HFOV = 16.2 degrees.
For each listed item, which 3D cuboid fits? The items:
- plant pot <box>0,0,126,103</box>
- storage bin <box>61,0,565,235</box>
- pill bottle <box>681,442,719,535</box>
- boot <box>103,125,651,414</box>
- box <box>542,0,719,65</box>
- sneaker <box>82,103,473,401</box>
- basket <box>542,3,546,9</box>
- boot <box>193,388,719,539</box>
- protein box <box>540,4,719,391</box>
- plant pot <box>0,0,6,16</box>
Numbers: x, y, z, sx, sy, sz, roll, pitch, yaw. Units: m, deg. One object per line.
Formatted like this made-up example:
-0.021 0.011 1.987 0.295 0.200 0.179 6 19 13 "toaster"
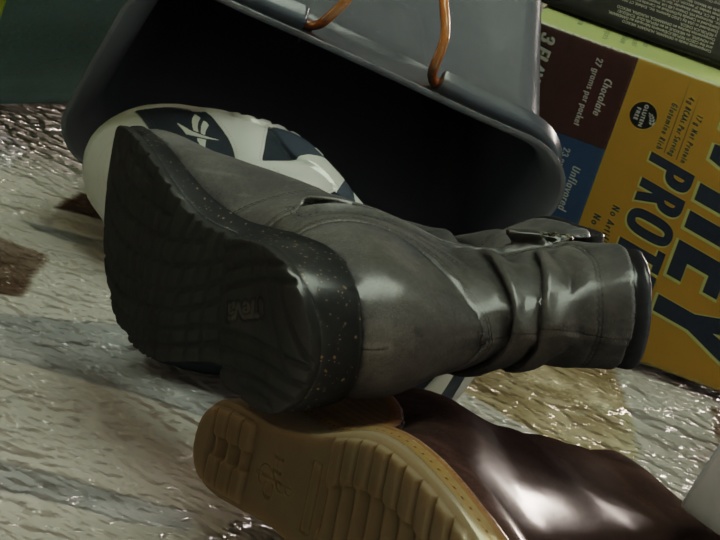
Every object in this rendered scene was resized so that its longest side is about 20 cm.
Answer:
-0.155 -0.162 1.199 0.200 0.201 0.196 28 23 30 "plant pot"
-0.008 -0.100 1.091 0.200 0.146 0.135 23 47 -14 "storage bin"
0.203 0.094 0.769 0.200 0.112 0.112 34 16 9 "pill bottle"
0.000 0.000 0.828 0.131 0.070 0.200 -4 22 -26 "boot"
0.110 -0.147 1.238 0.200 0.035 0.110 21 13 10 "box"
-0.056 -0.013 0.959 0.199 0.080 0.130 39 13 28 "sneaker"
0.160 -0.206 1.840 0.200 0.161 0.198 9 18 -32 "basket"
0.058 0.084 0.759 0.166 0.073 0.200 9 13 -30 "boot"
0.163 -0.036 1.235 0.200 0.135 0.199 20 13 4 "protein box"
-0.231 -0.170 0.967 0.199 0.181 0.200 6 51 -48 "plant pot"
